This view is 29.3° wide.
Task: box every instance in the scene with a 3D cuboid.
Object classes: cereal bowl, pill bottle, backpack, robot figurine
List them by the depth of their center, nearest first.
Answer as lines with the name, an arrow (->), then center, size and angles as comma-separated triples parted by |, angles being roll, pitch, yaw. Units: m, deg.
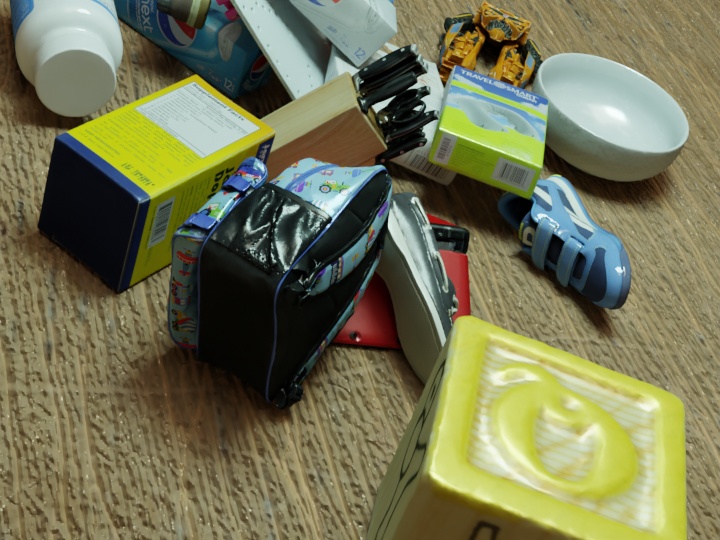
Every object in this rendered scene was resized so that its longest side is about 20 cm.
backpack -> -0.060, -0.015, 1.195 | 0.133, 0.184, 0.200 | 27, 52, 15
pill bottle -> -0.308, -0.252, 1.442 | 0.111, 0.113, 0.201 | 5, 40, -22
cereal bowl -> 0.292, -0.174, 1.670 | 0.197, 0.084, 0.201 | 14, 37, -11
robot figurine -> 0.167, -0.279, 1.757 | 0.143, 0.059, 0.201 | 24, 37, 1

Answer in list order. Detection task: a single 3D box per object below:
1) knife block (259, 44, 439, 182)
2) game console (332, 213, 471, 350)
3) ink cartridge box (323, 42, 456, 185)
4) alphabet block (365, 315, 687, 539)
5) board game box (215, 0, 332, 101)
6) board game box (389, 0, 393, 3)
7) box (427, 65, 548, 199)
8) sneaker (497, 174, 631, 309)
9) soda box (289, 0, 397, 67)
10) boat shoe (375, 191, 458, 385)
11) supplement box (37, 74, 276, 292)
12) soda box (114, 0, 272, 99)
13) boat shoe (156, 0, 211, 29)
knife block -> -0.025, -0.160, 1.416 | 0.197, 0.177, 0.064 | 8, 37, -17
game console -> 0.000, 0.000, 1.365 | 0.197, 0.120, 0.172 | 7, 8, -20
ink cartridge box -> 0.029, -0.197, 1.573 | 0.159, 0.050, 0.201 | 21, 31, -25
alphabet block -> 0.116, 0.191, 1.035 | 0.194, 0.201, 0.196 | 20, 37, -3
board game box -> -0.075, -0.268, 1.553 | 0.201, 0.026, 0.201 | 58, 30, -22
board game box -> -0.077, -0.375, 1.773 | 0.200, 0.037, 0.151 | 40, 41, 23
box -> 0.146, -0.161, 1.531 | 0.120, 0.048, 0.201 | 20, 32, -2
sneaker -> 0.215, -0.026, 1.464 | 0.081, 0.075, 0.201 | -3, 36, -27
soda box -> -0.047, -0.321, 1.510 | 0.200, 0.063, 0.069 | 42, 26, -24
boat shoe -> 0.059, 0.019, 1.283 | 0.060, 0.074, 0.202 | -15, 72, -31
supplement box -> -0.189, -0.086, 1.299 | 0.108, 0.110, 0.199 | 36, 40, 18
soda box -> -0.190, -0.282, 1.578 | 0.199, 0.065, 0.068 | 36, 39, 19
boat shoe -> -0.195, -0.347, 1.541 | 0.064, 0.074, 0.201 | 15, 37, -17
